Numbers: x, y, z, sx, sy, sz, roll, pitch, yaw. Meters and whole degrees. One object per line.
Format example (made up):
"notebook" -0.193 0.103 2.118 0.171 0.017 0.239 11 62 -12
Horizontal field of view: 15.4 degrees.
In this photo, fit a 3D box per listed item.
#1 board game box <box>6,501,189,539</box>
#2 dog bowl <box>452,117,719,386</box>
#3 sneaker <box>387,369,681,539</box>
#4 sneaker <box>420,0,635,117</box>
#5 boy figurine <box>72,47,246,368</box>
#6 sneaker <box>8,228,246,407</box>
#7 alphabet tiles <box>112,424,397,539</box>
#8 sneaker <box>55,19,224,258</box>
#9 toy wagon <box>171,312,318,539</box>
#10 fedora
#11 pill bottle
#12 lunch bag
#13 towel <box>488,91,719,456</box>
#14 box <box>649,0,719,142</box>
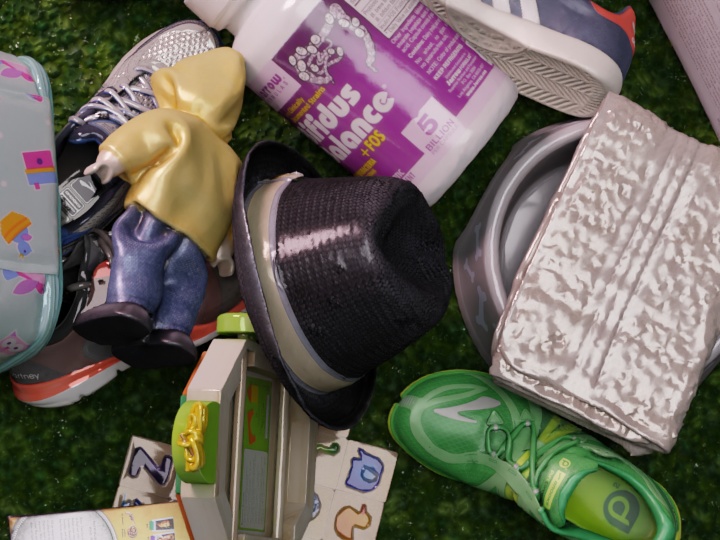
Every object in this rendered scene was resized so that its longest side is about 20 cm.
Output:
"board game box" -0.141 0.244 1.629 0.135 0.035 0.201 -4 85 -6
"dog bowl" 0.160 -0.006 1.699 0.199 0.059 0.201 1 81 -6
"sneaker" 0.114 0.119 1.659 0.199 0.084 0.074 25 87 -2
"sneaker" 0.085 -0.174 1.717 0.199 0.075 0.085 27 58 4
"boy figurine" -0.115 -0.048 1.592 0.124 0.064 0.201 31 60 -41
"sneaker" -0.136 0.007 1.637 0.200 0.077 0.082 -32 122 -10
"alphabet tiles" -0.072 0.156 1.672 0.166 0.008 0.201 15 79 -4
"sneaker" -0.150 -0.078 1.658 0.077 0.085 0.200 38 78 0
"toy wagon" -0.072 0.104 1.580 0.039 0.200 0.156 0 81 21
"fedora" 0.000 0.000 1.601 0.091 0.200 0.202 -15 82 19
"pill bottle" -0.009 -0.134 1.664 0.200 0.112 0.112 39 79 -4
"lunch bag" -0.247 -0.032 1.598 0.077 0.160 0.201 9 66 -36
"towel" 0.169 0.004 1.653 0.132 0.034 0.201 27 78 -4
"box" 0.305 -0.184 1.687 0.198 0.171 0.201 -24 86 -11
